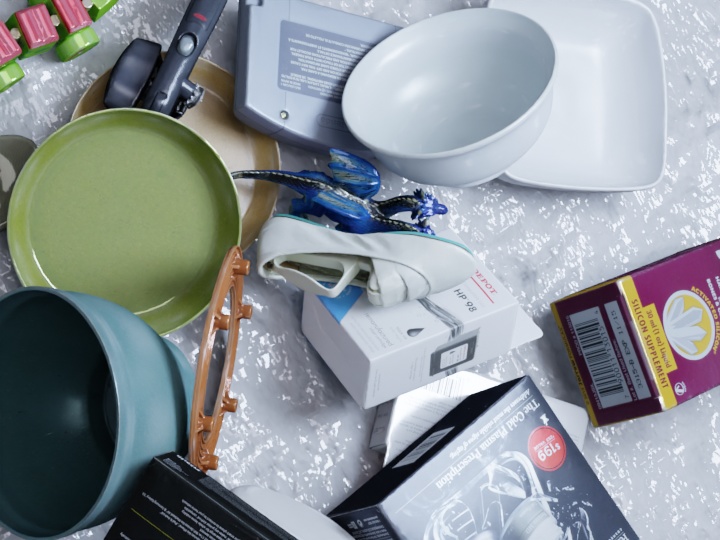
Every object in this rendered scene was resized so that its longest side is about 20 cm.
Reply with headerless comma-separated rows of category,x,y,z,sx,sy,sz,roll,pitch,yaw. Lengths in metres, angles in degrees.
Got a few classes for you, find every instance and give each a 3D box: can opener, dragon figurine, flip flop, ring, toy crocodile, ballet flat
can opener,-0.149,-0.211,1.586,0.078,0.063,0.201,33,70,-14
dragon figurine,-0.018,-0.068,1.600,0.199,0.099,0.059,26,67,-18
flip flop,-0.354,-0.061,1.501,0.199,0.058,0.082,-16,87,-25
ring,-0.114,0.079,1.510,0.019,0.200,0.202,8,76,3
toy crocodile,-0.288,-0.203,1.553,0.200,0.062,0.068,-31,93,-24
ballet flat,0.000,0.000,1.570,0.199,0.069,0.070,10,74,17

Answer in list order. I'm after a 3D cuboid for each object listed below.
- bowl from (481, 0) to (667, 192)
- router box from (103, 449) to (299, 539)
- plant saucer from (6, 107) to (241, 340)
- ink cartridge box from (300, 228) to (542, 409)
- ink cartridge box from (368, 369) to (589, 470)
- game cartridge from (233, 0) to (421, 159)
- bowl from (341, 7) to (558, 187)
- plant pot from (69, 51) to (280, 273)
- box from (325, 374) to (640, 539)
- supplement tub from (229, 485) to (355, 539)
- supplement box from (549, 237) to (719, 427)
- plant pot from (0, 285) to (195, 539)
bowl,0.194,-0.170,1.752,0.199,0.075,0.201,3,81,-23
router box,-0.110,0.255,1.384,0.200,0.051,0.150,34,98,12
plant saucer,-0.201,-0.039,1.542,0.199,0.031,0.201,-2,100,-13
ink cartridge box,0.060,0.034,1.631,0.199,0.067,0.116,-20,49,-25
ink cartridge box,0.103,0.186,1.665,0.199,0.045,0.177,20,72,-19
game cartridge,-0.027,-0.173,1.660,0.199,0.041,0.134,11,79,-33
bowl,0.090,-0.139,1.620,0.201,0.201,0.091,-45,135,-23
plant pot,-0.168,-0.094,1.606,0.199,0.027,0.201,4,79,-22
box,0.108,0.225,1.570,0.200,0.104,0.183,-38,96,-30
supplement tub,-0.092,0.291,1.479,0.140,0.140,0.201,28,96,-17
supplement box,0.298,0.055,1.722,0.199,0.103,0.132,-20,88,-38
plant pot,-0.217,0.112,1.474,0.134,0.200,0.201,-1,80,-51
